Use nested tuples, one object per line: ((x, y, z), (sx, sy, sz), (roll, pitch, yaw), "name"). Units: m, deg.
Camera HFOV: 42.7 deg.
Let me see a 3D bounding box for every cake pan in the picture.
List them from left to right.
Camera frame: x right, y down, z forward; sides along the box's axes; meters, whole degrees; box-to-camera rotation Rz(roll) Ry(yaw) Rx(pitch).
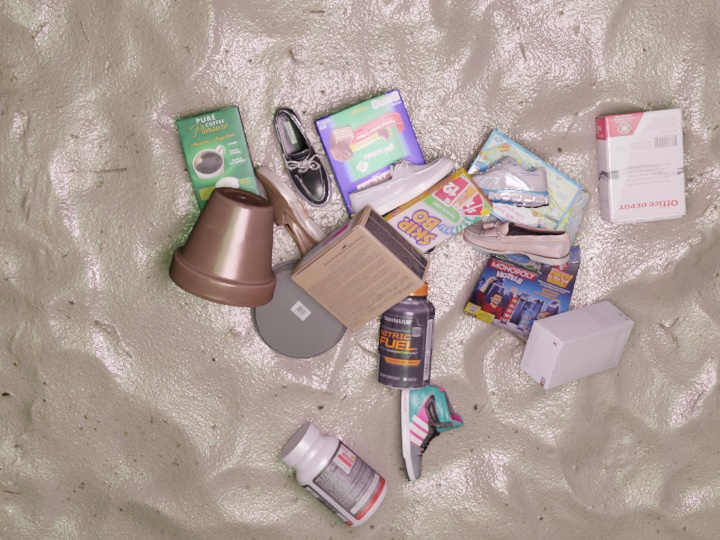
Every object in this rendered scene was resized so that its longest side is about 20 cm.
((-0.116, 0.078, 1.781), (0.199, 0.037, 0.202), (0, 99, -1), "cake pan")

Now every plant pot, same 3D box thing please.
((-0.231, -0.052, 1.667), (0.199, 0.200, 0.176), (17, 105, -4), "plant pot")

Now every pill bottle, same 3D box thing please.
((-0.053, 0.395, 1.794), (0.200, 0.116, 0.116), (42, 96, -7), "pill bottle")
((0.088, 0.118, 1.756), (0.105, 0.106, 0.201), (3, 98, -1), "pill bottle")

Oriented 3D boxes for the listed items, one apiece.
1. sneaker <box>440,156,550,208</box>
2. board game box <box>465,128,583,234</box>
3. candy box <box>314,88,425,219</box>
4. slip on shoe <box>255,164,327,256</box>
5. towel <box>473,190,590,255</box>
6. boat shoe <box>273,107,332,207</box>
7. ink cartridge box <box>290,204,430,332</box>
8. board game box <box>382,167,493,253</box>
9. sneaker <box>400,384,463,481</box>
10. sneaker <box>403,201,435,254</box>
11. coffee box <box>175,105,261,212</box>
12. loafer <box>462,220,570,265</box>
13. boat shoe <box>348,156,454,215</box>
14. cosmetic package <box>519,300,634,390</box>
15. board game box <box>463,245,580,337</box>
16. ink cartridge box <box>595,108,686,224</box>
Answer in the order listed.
((0.244, -0.164, 1.661), (0.199, 0.075, 0.087), (5, 84, -5), "sneaker")
((0.292, -0.152, 1.707), (0.199, 0.034, 0.135), (32, 95, -5), "board game box")
((0.025, -0.214, 1.716), (0.168, 0.077, 0.201), (-21, 100, 1), "candy box")
((-0.138, -0.107, 1.734), (0.061, 0.076, 0.200), (-40, 105, -6), "slip on shoe")
((0.319, -0.096, 1.755), (0.199, 0.048, 0.172), (18, 99, -4), "towel")
((-0.108, -0.209, 1.719), (0.073, 0.068, 0.200), (-18, 99, 2), "boat shoe")
((0.000, 0.000, 1.670), (0.165, 0.075, 0.200), (43, 129, -16), "ink cartridge box")
((0.128, -0.094, 1.638), (0.199, 0.030, 0.096), (-30, 119, 27), "board game box")
((0.142, 0.315, 1.804), (0.120, 0.084, 0.201), (-1, 98, 9), "sneaker")
((0.078, -0.045, 1.750), (0.200, 0.075, 0.115), (-35, 136, 28), "sneaker")
((-0.262, -0.199, 1.731), (0.122, 0.044, 0.201), (-15, 100, 2), "coffee box")
((0.283, -0.065, 1.664), (0.199, 0.072, 0.063), (14, 129, 20), "loafer")
((0.071, -0.161, 1.659), (0.199, 0.072, 0.069), (-28, 101, 11), "boat shoe")
((0.403, 0.137, 1.715), (0.199, 0.081, 0.113), (-9, 126, -33), "cosmetic package")
((0.322, 0.026, 1.726), (0.199, 0.062, 0.201), (20, 125, -3), "board game box")
((0.524, -0.195, 1.723), (0.145, 0.085, 0.201), (-5, 97, 0), "ink cartridge box")
